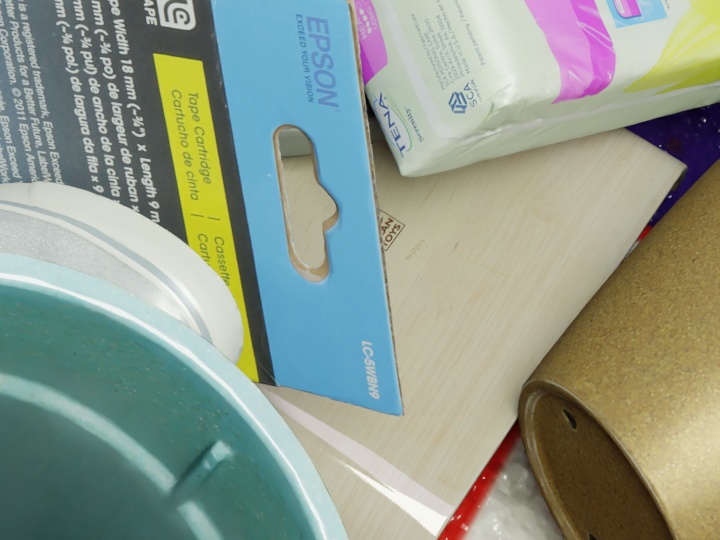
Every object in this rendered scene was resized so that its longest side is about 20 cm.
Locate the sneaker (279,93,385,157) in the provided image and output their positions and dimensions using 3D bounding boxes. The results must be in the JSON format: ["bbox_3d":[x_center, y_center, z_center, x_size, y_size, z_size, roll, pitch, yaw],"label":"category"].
[{"bbox_3d":[-0.066,-0.105,0.919,0.199,0.114,0.076,22,56,6],"label":"sneaker"}]

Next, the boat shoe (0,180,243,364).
[{"bbox_3d":[-0.134,0.014,0.837,0.200,0.070,0.072,11,37,20],"label":"boat shoe"}]

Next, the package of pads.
[{"bbox_3d":[0.063,-0.123,0.946,0.200,0.068,0.155,-14,75,-44],"label":"package of pads"}]

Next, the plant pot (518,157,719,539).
[{"bbox_3d":[0.156,0.028,0.918,0.200,0.186,0.187,-30,82,-18],"label":"plant pot"}]

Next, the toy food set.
[{"bbox_3d":[0.000,0.000,0.967,0.143,0.060,0.200,32,59,7],"label":"toy food set"}]

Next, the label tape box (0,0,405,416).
[{"bbox_3d":[-0.073,-0.048,0.849,0.199,0.145,0.063,10,41,22],"label":"label tape box"}]

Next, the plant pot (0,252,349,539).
[{"bbox_3d":[-0.122,0.125,0.781,0.199,0.196,0.201,8,65,-17],"label":"plant pot"}]
